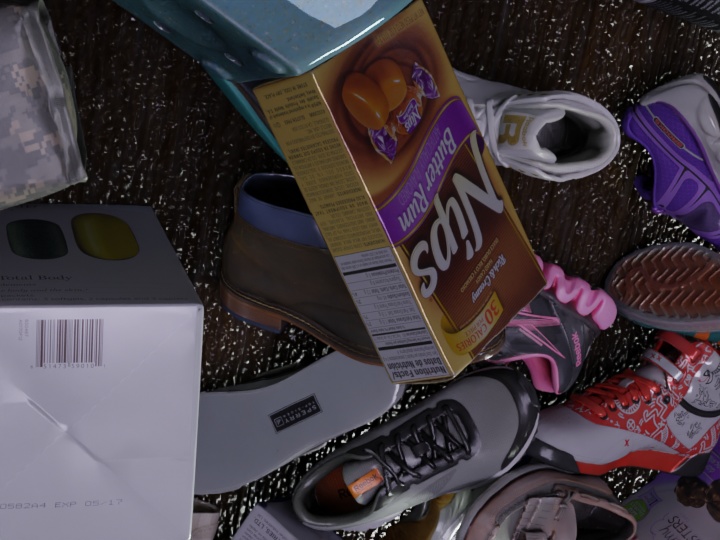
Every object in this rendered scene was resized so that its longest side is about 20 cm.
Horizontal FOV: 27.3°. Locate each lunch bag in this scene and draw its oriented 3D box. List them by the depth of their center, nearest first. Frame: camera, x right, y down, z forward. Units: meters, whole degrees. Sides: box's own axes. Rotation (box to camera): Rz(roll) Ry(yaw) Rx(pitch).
[{"bbox_3d":[-0.245,-0.092,0.841,0.163,0.200,0.118,-16,108,-7],"label":"lunch bag"}]

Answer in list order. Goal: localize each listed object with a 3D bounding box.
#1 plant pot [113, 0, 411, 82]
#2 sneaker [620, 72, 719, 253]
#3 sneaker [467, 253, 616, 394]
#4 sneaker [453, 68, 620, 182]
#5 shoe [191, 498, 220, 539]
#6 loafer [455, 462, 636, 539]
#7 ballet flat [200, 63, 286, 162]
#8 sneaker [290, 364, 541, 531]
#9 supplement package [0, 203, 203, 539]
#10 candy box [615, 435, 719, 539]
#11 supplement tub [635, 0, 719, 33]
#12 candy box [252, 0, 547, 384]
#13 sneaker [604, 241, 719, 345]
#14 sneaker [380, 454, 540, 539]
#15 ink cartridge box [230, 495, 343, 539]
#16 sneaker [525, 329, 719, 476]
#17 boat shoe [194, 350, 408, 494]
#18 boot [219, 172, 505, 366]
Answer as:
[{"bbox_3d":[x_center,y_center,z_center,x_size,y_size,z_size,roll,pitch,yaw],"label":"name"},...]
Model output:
[{"bbox_3d":[-0.051,-0.219,0.825,0.195,0.196,0.201,35,79,-24],"label":"plant pot"},{"bbox_3d":[0.249,-0.057,1.080,0.083,0.081,0.200,-18,124,25],"label":"sneaker"},{"bbox_3d":[0.087,0.024,1.036,0.199,0.079,0.096,28,84,-22],"label":"sneaker"},{"bbox_3d":[0.072,-0.101,0.965,0.199,0.115,0.074,4,96,-23],"label":"sneaker"},{"bbox_3d":[-0.183,0.155,1.018,0.199,0.070,0.054,30,98,-31],"label":"shoe"},{"bbox_3d":[0.141,0.180,1.068,0.200,0.063,0.072,1,118,-58],"label":"loafer"},{"bbox_3d":[-0.087,-0.153,0.938,0.073,0.073,0.200,-45,112,3],"label":"ballet flat"},{"bbox_3d":[0.038,0.132,1.024,0.200,0.079,0.074,-32,79,23],"label":"sneaker"},{"bbox_3d":[-0.190,0.057,0.907,0.151,0.200,0.152,0,108,-17],"label":"supplement package"},{"bbox_3d":[0.266,0.221,1.118,0.200,0.168,0.072,-36,114,-2],"label":"candy box"},{"bbox_3d":[0.190,-0.237,0.959,0.199,0.123,0.123,16,104,-21],"label":"supplement tub"},{"bbox_3d":[0.029,-0.047,0.889,0.117,0.056,0.201,-40,112,-42],"label":"candy box"},{"bbox_3d":[0.272,0.032,1.059,0.080,0.199,0.072,51,56,-43],"label":"sneaker"},{"bbox_3d":[0.072,0.204,1.107,0.088,0.075,0.201,18,106,-27],"label":"sneaker"},{"bbox_3d":[-0.069,0.282,1.055,0.136,0.076,0.200,38,97,19],"label":"ink cartridge box"},{"bbox_3d":[0.198,0.091,1.093,0.200,0.067,0.109,8,106,-37],"label":"sneaker"},{"bbox_3d":[-0.054,0.103,1.032,0.199,0.064,0.071,-20,86,15],"label":"boat shoe"},{"bbox_3d":[0.000,0.000,0.965,0.199,0.075,0.097,11,129,11],"label":"boot"}]
